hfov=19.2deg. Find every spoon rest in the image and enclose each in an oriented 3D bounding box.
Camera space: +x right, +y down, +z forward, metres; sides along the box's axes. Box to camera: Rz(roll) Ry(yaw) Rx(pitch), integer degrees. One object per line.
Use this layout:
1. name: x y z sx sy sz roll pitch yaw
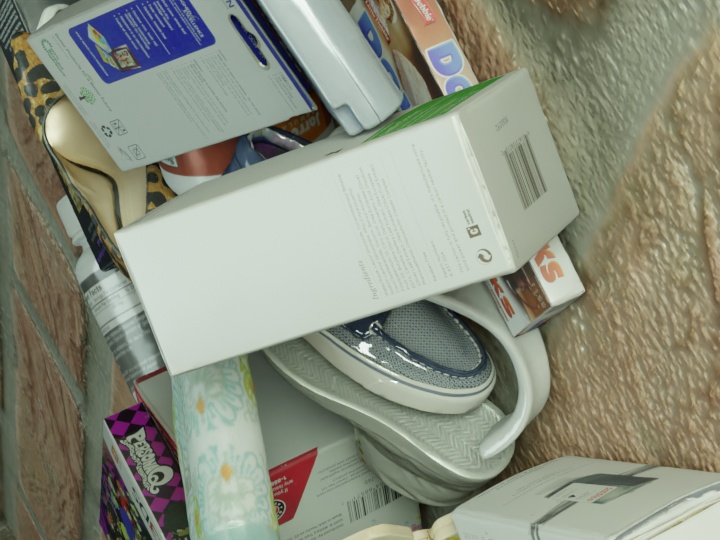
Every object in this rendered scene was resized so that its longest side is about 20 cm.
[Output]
1. spoon rest: 0.044 0.004 1.162 0.061 0.099 0.200 -25 101 39

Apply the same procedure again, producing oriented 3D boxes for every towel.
1. towel: -0.084 0.114 1.259 0.200 0.048 0.172 100 159 -66

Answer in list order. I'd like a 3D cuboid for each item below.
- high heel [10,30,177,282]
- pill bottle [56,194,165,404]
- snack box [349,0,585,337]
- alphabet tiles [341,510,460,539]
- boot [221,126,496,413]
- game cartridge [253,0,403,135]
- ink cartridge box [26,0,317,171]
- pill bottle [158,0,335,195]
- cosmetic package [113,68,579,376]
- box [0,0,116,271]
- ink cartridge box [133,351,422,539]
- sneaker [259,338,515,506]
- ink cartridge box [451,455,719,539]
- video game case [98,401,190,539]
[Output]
1. high heel: -0.167 -0.075 1.337 0.200 0.071 0.143 51 -171 1
2. pill bottle: -0.148 0.020 1.625 0.201 0.113 0.113 65 161 4
3. snack box: 0.054 -0.065 1.122 0.201 0.024 0.072 63 163 8
4. alphabet tiles: 0.009 0.185 1.261 0.195 0.200 0.015 21 -135 -60
5. boot: 0.000 0.000 1.212 0.200 0.073 0.090 30 133 3
6. game cartridge: -0.033 -0.137 1.089 0.133 0.040 0.200 52 -178 -9
7. ink cartridge box: -0.097 -0.117 1.163 0.200 0.039 0.100 -10 120 52
8. pill bottle: -0.078 -0.112 1.285 0.112 0.112 0.201 31 141 59
9. cosmetic package: -0.006 -0.022 1.054 0.199 0.108 0.085 -17 100 26
10. box: -0.159 -0.117 1.476 0.201 0.122 0.106 66 162 -1
11. ink cartridge box: -0.052 0.160 1.484 0.145 0.145 0.201 45 151 46
12. sneaker: -0.004 0.074 1.301 0.200 0.074 0.116 39 159 5
13. ink cartridge box: 0.141 0.178 1.091 0.146 0.085 0.200 68 163 -6
14. video game case: -0.127 0.208 1.464 0.182 0.036 0.200 60 161 20
